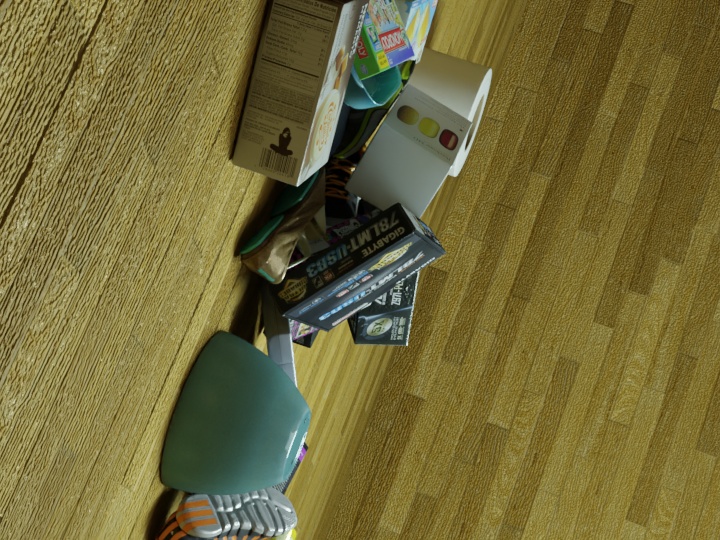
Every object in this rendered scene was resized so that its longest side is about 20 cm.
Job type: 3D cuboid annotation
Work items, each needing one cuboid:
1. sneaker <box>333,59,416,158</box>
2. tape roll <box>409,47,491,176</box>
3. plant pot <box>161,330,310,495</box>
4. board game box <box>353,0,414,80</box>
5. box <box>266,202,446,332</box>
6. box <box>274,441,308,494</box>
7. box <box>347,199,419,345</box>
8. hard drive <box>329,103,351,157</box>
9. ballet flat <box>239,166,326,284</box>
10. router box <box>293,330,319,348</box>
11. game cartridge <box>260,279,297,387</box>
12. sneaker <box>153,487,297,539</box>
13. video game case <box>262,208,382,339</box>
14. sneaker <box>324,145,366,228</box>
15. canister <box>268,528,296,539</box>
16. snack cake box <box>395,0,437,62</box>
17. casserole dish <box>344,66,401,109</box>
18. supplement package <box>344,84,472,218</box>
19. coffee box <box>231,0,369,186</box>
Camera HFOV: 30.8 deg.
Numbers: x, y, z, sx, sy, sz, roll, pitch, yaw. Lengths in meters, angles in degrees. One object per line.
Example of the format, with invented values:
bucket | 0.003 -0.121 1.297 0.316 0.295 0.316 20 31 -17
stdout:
sneaker | 0.000 -0.232 1.767 0.200 0.081 0.074 -53 -176 42
tape roll | 0.136 -0.280 2.302 0.203 0.139 0.203 19 90 -82
plant pot | -0.138 0.189 1.584 0.200 0.135 0.200 19 90 -81
board game box | 0.010 -0.303 1.550 0.135 0.029 0.200 68 18 -9
box | 0.000 0.000 1.675 0.200 0.050 0.198 -33 164 8
box | -0.147 0.254 1.772 0.143 0.036 0.200 64 31 -25
box | 0.030 -0.011 1.998 0.164 0.086 0.200 -108 -157 -59
hard drive | -0.049 -0.193 1.617 0.200 0.042 0.135 -54 161 -63
ballet flat | -0.080 -0.052 1.600 0.068 0.072 0.200 -23 -156 35
router box | -0.059 -0.010 1.934 0.157 0.052 0.200 -63 168 -48
game cartridge | -0.104 0.124 1.725 0.133 0.040 0.200 -107 -170 -49
sneaker | -0.180 0.327 1.656 0.200 0.078 0.112 9 136 -45
video game case | -0.035 0.007 1.798 0.181 0.036 0.200 -24 152 -33
sneaker | -0.031 -0.116 1.828 0.200 0.078 0.077 -76 178 -55
canister | -0.184 0.421 1.767 0.087 0.148 0.200 107 5 -56
snack cake box | 0.050 -0.343 1.843 0.200 0.067 0.115 -51 157 -68
casserole dish | -0.005 -0.257 1.584 0.121 0.039 0.200 60 22 -12
supplement package | 0.069 -0.159 1.788 0.110 0.114 0.200 -59 -178 26
coffee box | -0.061 -0.205 1.381 0.114 0.080 0.200 -51 159 -67
